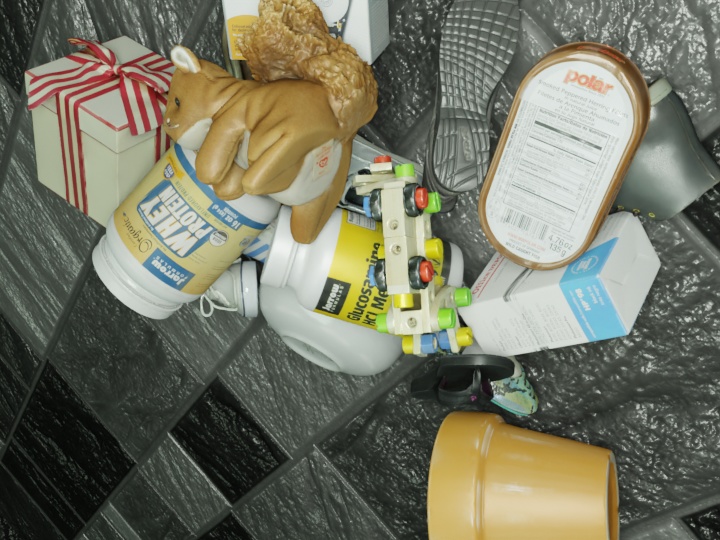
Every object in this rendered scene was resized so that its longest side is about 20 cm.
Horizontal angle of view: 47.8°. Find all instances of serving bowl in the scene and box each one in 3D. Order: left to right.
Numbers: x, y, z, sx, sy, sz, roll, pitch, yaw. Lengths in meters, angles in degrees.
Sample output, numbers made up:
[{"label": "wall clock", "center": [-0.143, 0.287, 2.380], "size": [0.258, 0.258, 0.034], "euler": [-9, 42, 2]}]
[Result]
[{"label": "serving bowl", "center": [-0.045, 0.074, 0.996], "size": [0.198, 0.066, 0.200], "euler": [26, 162, 9]}]

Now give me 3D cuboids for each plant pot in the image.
[{"label": "plant pot", "center": [0.192, 0.262, 0.915], "size": [0.181, 0.201, 0.202], "euler": [-4, 116, 24]}]

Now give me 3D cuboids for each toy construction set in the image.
[{"label": "toy construction set", "center": [0.048, -0.020, 0.751], "size": [0.091, 0.131, 0.202], "euler": [-21, 80, 22]}]

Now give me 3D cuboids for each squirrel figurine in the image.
[{"label": "squirrel figurine", "center": [-0.091, -0.160, 0.773], "size": [0.186, 0.141, 0.201], "euler": [35, 92, 26]}]

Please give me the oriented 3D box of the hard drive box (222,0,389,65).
[{"label": "hard drive box", "center": [-0.057, -0.309, 0.780], "size": [0.154, 0.077, 0.202], "euler": [6, 122, 17]}]

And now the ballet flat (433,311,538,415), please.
[{"label": "ballet flat", "center": [0.126, 0.086, 0.930], "size": [0.199, 0.074, 0.075], "euler": [33, 134, 15]}]

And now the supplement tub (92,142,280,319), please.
[{"label": "supplement tub", "center": [-0.206, -0.055, 0.960], "size": [0.200, 0.145, 0.145], "euler": [-44, 86, 15]}]

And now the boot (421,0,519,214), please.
[{"label": "boot", "center": [0.092, -0.161, 0.775], "size": [0.069, 0.203, 0.132], "euler": [15, 177, -2]}]

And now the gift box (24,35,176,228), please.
[{"label": "gift box", "center": [-0.305, -0.174, 1.023], "size": [0.183, 0.200, 0.188], "euler": [27, 131, 16]}]

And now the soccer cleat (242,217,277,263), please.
[{"label": "soccer cleat", "center": [-0.100, -0.038, 1.022], "size": [0.198, 0.070, 0.087], "euler": [19, 146, 32]}]

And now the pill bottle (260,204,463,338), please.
[{"label": "pill bottle", "center": [0.000, 0.000, 0.861], "size": [0.197, 0.113, 0.113], "euler": [16, 134, -8]}]

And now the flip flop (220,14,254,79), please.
[{"label": "flip flop", "center": [-0.125, -0.238, 0.922], "size": [0.057, 0.081, 0.202], "euler": [2, 116, -2]}]

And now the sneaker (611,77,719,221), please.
[{"label": "sneaker", "center": [0.216, -0.073, 0.736], "size": [0.199, 0.075, 0.107], "euler": [-35, 90, 46]}]

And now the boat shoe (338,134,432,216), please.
[{"label": "boat shoe", "center": [-0.010, -0.101, 0.864], "size": [0.198, 0.072, 0.071], "euler": [20, 122, -2]}]

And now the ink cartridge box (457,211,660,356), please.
[{"label": "ink cartridge box", "center": [0.177, 0.020, 0.800], "size": [0.199, 0.116, 0.067], "euler": [-17, 113, 44]}]

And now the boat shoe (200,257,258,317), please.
[{"label": "boat shoe", "center": [-0.182, 0.019, 1.059], "size": [0.202, 0.085, 0.076], "euler": [-154, 62, -74]}]

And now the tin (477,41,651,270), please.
[{"label": "tin", "center": [0.170, -0.091, 0.694], "size": [0.111, 0.042, 0.202], "euler": [23, 122, 13]}]

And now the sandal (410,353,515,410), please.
[{"label": "sandal", "center": [0.105, 0.124, 0.842], "size": [0.074, 0.049, 0.201], "euler": [6, 161, -10]}]
